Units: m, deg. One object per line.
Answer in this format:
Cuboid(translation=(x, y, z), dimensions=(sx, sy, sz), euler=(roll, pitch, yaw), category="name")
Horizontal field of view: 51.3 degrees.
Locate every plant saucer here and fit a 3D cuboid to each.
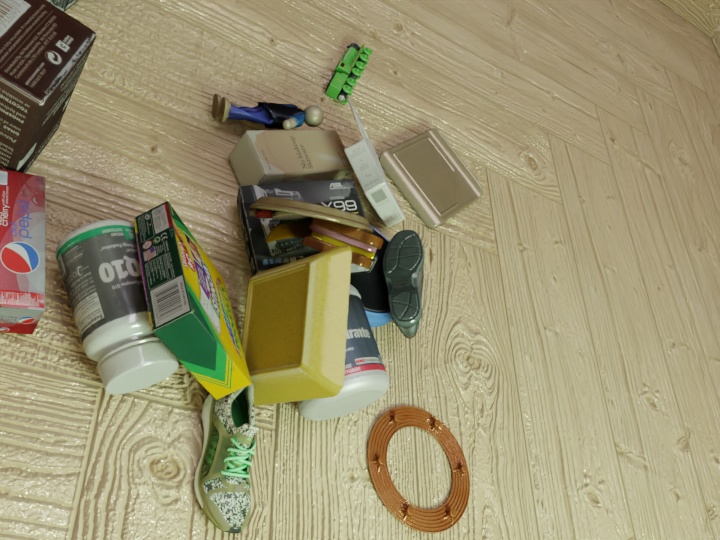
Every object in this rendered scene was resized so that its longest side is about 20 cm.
Cuboid(translation=(-0.100, 0.073, 1.011), dimensions=(0.048, 0.199, 0.202), euler=(20, 65, -41), category="plant saucer")

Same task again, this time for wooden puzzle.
Cuboid(translation=(0.147, -0.193, 1.556), dimensions=(0.199, 0.037, 0.186), euler=(-33, 84, -42), category="wooden puzzle")

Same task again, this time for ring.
Cuboid(translation=(0.097, 0.305, 1.168), dimensions=(0.199, 0.019, 0.202), euler=(20, 51, -26), category="ring")

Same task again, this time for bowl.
Cuboid(translation=(0.000, 0.000, 1.294), dimensions=(0.199, 0.039, 0.202), euler=(21, 49, -26), category="bowl")

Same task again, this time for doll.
Cuboid(translation=(-0.155, -0.275, 1.325), dimensions=(0.198, 0.049, 0.136), euler=(-1, 21, -30), category="doll")

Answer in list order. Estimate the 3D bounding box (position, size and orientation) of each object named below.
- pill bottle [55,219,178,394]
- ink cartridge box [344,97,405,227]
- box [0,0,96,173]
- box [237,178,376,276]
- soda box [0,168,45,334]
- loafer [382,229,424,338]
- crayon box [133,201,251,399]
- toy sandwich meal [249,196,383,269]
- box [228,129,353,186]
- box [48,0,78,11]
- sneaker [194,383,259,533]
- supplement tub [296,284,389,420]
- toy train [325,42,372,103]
Cuboid(translation=(-0.309, 0.047, 0.961), dimensions=(0.112, 0.113, 0.202), euler=(-9, 66, -41), category="pill bottle")
Cuboid(translation=(0.014, -0.188, 1.353), dimensions=(0.178, 0.044, 0.200), euler=(67, 6, 18), category="ink cartridge box")
Cuboid(translation=(-0.475, -0.246, 0.974), dimensions=(0.163, 0.200, 0.167), euler=(30, 46, -18), category="box")
Cuboid(translation=(-0.088, -0.066, 1.211), dimensions=(0.198, 0.050, 0.159), euler=(-6, 62, -19), category="box")
Cuboid(translation=(-0.436, -0.025, 0.942), dimensions=(0.063, 0.070, 0.202), euler=(9, 55, -34), category="soda box")
Cuboid(translation=(0.076, 0.023, 1.277), dimensions=(0.071, 0.063, 0.202), euler=(-4, 51, 9), category="loafer")
Cuboid(translation=(-0.218, 0.040, 0.974), dimensions=(0.173, 0.058, 0.201), euler=(63, 3, -49), category="crayon box")
Cuboid(translation=(-0.067, -0.054, 1.087), dimensions=(0.203, 0.204, 0.071), euler=(12, 89, -32), category="toy sandwich meal")
Cuboid(translation=(-0.118, -0.186, 1.304), dimensions=(0.199, 0.078, 0.096), euler=(-12, 69, -43), category="box")
Cuboid(translation=(-0.440, -0.541, 1.245), dimensions=(0.050, 0.158, 0.201), euler=(35, 45, -12), category="box")
Cuboid(translation=(-0.164, 0.230, 0.963), dimensions=(0.076, 0.089, 0.202), euler=(12, 54, -32), category="sneaker")
Cuboid(translation=(-0.050, 0.105, 1.105), dimensions=(0.139, 0.140, 0.202), euler=(-2, 62, -39), category="supplement tub")
Cuboid(translation=(-0.024, -0.420, 1.576), dimensions=(0.056, 0.042, 0.201), euler=(26, 46, -6), category="toy train")
